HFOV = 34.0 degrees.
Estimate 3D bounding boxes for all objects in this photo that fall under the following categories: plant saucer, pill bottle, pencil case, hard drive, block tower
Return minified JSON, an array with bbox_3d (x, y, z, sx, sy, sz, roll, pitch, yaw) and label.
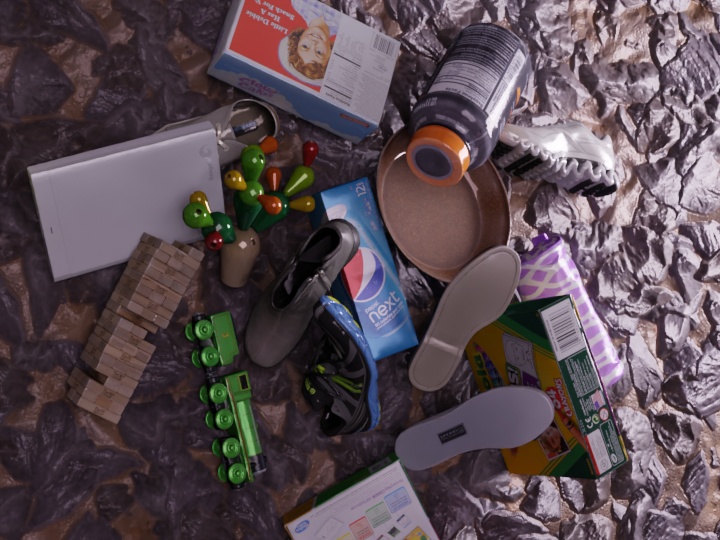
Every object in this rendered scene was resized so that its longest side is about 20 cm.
[{"bbox_3d":[0.092,-0.077,1.400,0.198,0.036,0.204,13,67,-31],"label":"plant saucer"},{"bbox_3d":[0.120,-0.188,1.370,0.106,0.106,0.201,40,53,-14],"label":"pill bottle"},{"bbox_3d":[0.256,0.058,1.454,0.085,0.083,0.202,-38,105,-54],"label":"pencil case"},{"bbox_3d":[-0.245,-0.074,1.262,0.197,0.026,0.134,-17,127,-19],"label":"hard drive"},{"bbox_3d":[-0.243,0.056,1.258,0.057,0.054,0.202,32,83,-34],"label":"block tower"}]

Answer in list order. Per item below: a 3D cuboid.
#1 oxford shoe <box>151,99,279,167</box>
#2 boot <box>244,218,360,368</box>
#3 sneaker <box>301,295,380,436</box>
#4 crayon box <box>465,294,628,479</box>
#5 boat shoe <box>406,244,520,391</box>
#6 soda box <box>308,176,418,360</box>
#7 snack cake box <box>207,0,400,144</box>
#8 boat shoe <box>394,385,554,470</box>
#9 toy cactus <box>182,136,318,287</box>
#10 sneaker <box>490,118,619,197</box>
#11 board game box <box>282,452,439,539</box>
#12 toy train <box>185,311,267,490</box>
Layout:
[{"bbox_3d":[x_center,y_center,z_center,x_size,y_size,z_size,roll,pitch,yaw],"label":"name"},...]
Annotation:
[{"bbox_3d":[-0.175,-0.139,1.313,0.198,0.058,0.076,-27,98,-19],"label":"oxford shoe"},{"bbox_3d":[-0.078,0.026,1.272,0.067,0.131,0.201,36,102,6],"label":"boot"},{"bbox_3d":[-0.026,0.115,1.308,0.082,0.071,0.202,-19,132,-13],"label":"sneaker"},{"bbox_3d":[0.208,0.138,1.379,0.058,0.172,0.203,-22,94,-29],"label":"crayon box"},{"bbox_3d":[0.115,0.045,1.363,0.072,0.063,0.202,27,112,-12],"label":"boat shoe"},{"bbox_3d":[0.000,0.000,1.365,0.063,0.068,0.203,-19,94,-20],"label":"soda box"},{"bbox_3d":[-0.063,-0.242,1.347,0.198,0.067,0.117,23,69,-18],"label":"snack cake box"},{"bbox_3d":[0.132,0.176,1.353,0.197,0.056,0.070,-20,88,23],"label":"boat shoe"},{"bbox_3d":[-0.116,-0.056,1.290,0.101,0.167,0.200,26,34,17],"label":"toy cactus"},{"bbox_3d":[0.238,-0.153,1.468,0.197,0.075,0.083,15,73,-29],"label":"sneaker"},{"bbox_3d":[0.021,0.336,1.349,0.151,0.040,0.202,-27,97,-6],"label":"board game box"},{"bbox_3d":[-0.148,0.143,1.317,0.056,0.042,0.204,-14,92,-31],"label":"toy train"}]
